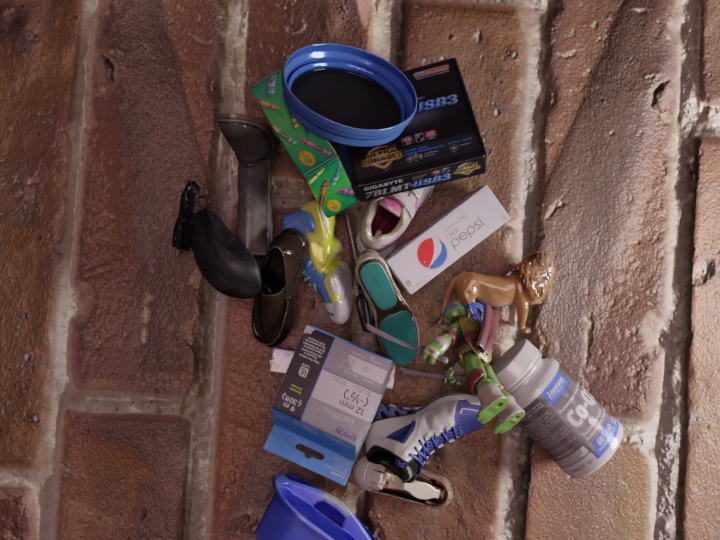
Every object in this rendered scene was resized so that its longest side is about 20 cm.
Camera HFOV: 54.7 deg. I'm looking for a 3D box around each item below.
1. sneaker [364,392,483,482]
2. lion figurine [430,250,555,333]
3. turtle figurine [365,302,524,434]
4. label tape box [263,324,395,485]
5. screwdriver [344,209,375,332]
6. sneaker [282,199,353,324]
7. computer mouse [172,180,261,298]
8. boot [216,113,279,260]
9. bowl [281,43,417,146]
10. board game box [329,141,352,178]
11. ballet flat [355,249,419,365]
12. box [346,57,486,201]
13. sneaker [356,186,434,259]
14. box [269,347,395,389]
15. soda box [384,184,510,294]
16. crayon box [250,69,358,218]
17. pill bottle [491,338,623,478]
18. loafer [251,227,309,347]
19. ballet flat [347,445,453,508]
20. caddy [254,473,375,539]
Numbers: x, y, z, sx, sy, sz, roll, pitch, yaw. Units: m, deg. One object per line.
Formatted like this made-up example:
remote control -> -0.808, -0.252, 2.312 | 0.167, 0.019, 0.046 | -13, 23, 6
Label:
sneaker -> 0.093, 0.263, 1.059 | 0.198, 0.116, 0.081 | -10, 131, 6
lion figurine -> 0.209, 0.033, 1.095 | 0.198, 0.072, 0.124 | -2, 101, -7
turtle figurine -> 0.134, 0.153, 1.013 | 0.199, 0.145, 0.194 | -18, 48, -15
label tape box -> -0.051, 0.202, 1.044 | 0.142, 0.066, 0.201 | 22, 81, 11
screwdriver -> 0.000, 0.000, 1.123 | 0.029, 0.028, 0.202 | -7, 89, -5
sneaker -> -0.076, -0.009, 1.115 | 0.104, 0.076, 0.202 | -10, 87, 19
computer mouse -> -0.229, -0.027, 1.056 | 0.053, 0.139, 0.200 | -25, 59, -42
boot -> -0.174, -0.123, 1.066 | 0.072, 0.182, 0.202 | 7, 83, 20
bowl -> -0.017, -0.254, 1.007 | 0.199, 0.040, 0.202 | 10, 48, -11
board game box -> 0.014, -0.206, 1.121 | 0.198, 0.039, 0.159 | -1, 63, 12
ballet flat -> 0.045, 0.055, 1.101 | 0.067, 0.062, 0.201 | -18, 112, 3
box -> 0.074, -0.217, 1.064 | 0.198, 0.050, 0.200 | -13, 62, 5
sneaker -> 0.062, -0.109, 1.099 | 0.081, 0.088, 0.201 | 27, 88, 2
box -> -0.044, 0.156, 1.111 | 0.198, 0.041, 0.039 | 8, 86, 0
soda box -> 0.134, -0.049, 1.105 | 0.200, 0.064, 0.068 | -37, 94, -2
crayon box -> -0.084, -0.190, 1.043 | 0.058, 0.119, 0.201 | -31, 61, 0
pill bottle -> 0.292, 0.208, 1.068 | 0.200, 0.114, 0.114 | 44, 88, 2
loafer -> -0.139, 0.031, 1.075 | 0.073, 0.071, 0.201 | 22, 112, 22
ballet flat -> 0.052, 0.323, 1.088 | 0.198, 0.067, 0.069 | 14, 87, 2
caddy -> -0.061, 0.389, 1.050 | 0.199, 0.141, 0.105 | 36, 91, 1
